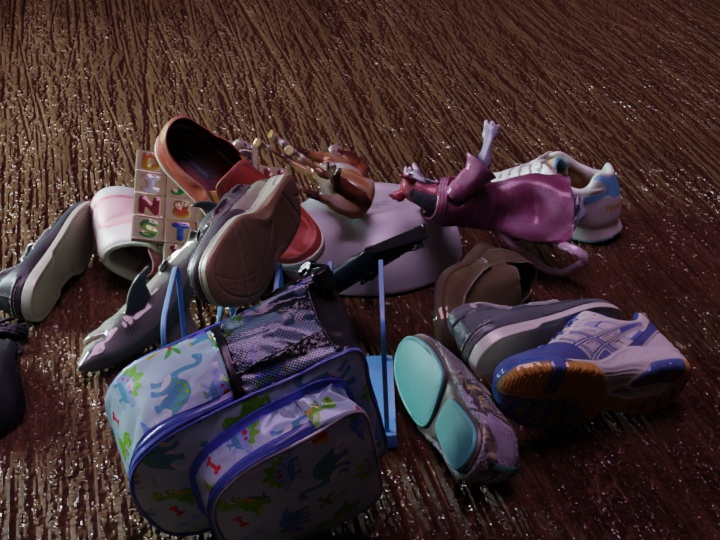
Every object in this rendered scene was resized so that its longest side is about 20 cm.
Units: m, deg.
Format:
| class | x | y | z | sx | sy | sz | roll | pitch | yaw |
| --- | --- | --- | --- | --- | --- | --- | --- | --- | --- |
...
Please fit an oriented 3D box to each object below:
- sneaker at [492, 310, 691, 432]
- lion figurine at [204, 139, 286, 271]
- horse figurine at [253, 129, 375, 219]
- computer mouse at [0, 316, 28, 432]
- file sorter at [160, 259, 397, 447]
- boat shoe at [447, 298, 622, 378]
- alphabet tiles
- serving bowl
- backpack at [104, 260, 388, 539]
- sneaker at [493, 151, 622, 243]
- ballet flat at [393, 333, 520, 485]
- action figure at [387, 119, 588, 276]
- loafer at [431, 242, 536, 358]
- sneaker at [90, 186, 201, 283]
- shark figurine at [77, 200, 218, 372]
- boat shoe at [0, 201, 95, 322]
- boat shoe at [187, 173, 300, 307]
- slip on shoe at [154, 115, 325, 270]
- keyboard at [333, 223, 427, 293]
| class | x | y | z | sx | sy | sz | roll | pitch | yaw |
| --- | --- | --- | --- | --- | --- | --- | --- | --- | --- |
| sneaker | 0.184 | 0.080 | 1.322 | 0.198 | 0.076 | 0.089 | 0 | 42 | -33 |
| lion figurine | -0.101 | -0.053 | 1.556 | 0.072 | 0.123 | 0.201 | -30 | 75 | -10 |
| horse figurine | -0.032 | -0.097 | 1.583 | 0.131 | 0.050 | 0.200 | 24 | 10 | -23 |
| computer mouse | -0.361 | 0.086 | 1.414 | 0.137 | 0.053 | 0.200 | -10 | 27 | -17 |
| file sorter | -0.069 | 0.069 | 1.343 | 0.197 | 0.124 | 0.139 | -2 | 26 | 0 |
| boat shoe | 0.158 | 0.047 | 1.386 | 0.198 | 0.073 | 0.062 | -9 | 43 | -42 |
| alphabet tiles | -0.154 | -0.070 | 1.614 | 0.164 | 0.006 | 0.202 | 7 | 45 | -11 |
| serving bowl | 0.009 | -0.046 | 1.639 | 0.197 | 0.067 | 0.201 | -2 | 25 | 1 |
| backpack | -0.083 | 0.122 | 1.169 | 0.198 | 0.184 | 0.148 | -21 | 54 | -6 |
| sneaker | 0.192 | -0.091 | 1.696 | 0.198 | 0.082 | 0.076 | 10 | 30 | 27 |
| ballet flat | 0.085 | 0.121 | 1.307 | 0.071 | 0.073 | 0.201 | -9 | 27 | -13 |
| action figure | 0.118 | -0.062 | 1.577 | 0.197 | 0.151 | 0.134 | 2 | -20 | -24 |
| loafer | 0.118 | 0.024 | 1.471 | 0.067 | 0.077 | 0.200 | 1 | 25 | 21 |
| sneaker | -0.184 | -0.030 | 1.626 | 0.197 | 0.076 | 0.105 | 3 | 43 | -13 |
| shark figurine | -0.167 | 0.025 | 1.470 | 0.089 | 0.215 | 0.128 | 43 | 5 | 3 |
| boat shoe | -0.327 | -0.017 | 1.603 | 0.062 | 0.074 | 0.201 | 6 | 32 | 11 |
| boat shoe | -0.108 | -0.025 | 1.326 | 0.064 | 0.073 | 0.200 | -6 | 26 | 21 |
| slip on shoe | -0.116 | -0.073 | 1.466 | 0.200 | 0.061 | 0.074 | 41 | 74 | 8 |
| keyboard | 0.000 | 0.000 | 1.471 | 0.126 | 0.021 | 0.199 | -24 | -4 | -38 |
